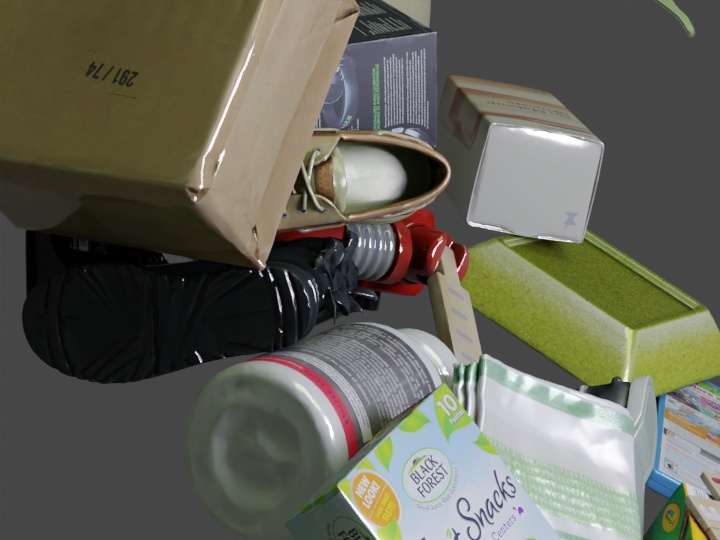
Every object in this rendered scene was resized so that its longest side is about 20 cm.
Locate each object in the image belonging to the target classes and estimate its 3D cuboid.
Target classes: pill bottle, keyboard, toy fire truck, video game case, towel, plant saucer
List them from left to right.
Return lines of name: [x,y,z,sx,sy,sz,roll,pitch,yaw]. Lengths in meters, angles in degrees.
keyboard: [-0.176,-0.010,1.546,0.103,0.040,0.201,11,42,-17]
pill bottle: [-0.014,0.093,1.436,0.110,0.111,0.200,38,25,18]
toy fire truck: [0.000,0.000,1.587,0.175,0.130,0.199,8,2,-40]
towel: [0.123,0.159,1.446,0.148,0.031,0.202,19,53,-30]
plant saucer: [0.184,0.023,1.850,0.199,0.048,0.199,34,23,25]
video game case: [0.287,0.147,1.784,0.142,0.018,0.200,28,24,-2]

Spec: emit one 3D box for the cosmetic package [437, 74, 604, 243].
cosmetic package: [0.125,-0.095,1.917,0.102,0.088,0.200,10,15,-12]

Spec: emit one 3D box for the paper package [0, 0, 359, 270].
paper package: [-0.127,-0.114,1.400,0.198,0.192,0.104,8,-24,30]

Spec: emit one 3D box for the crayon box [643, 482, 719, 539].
crayon box: [0.293,0.234,1.569,0.199,0.059,0.119,26,24,-9]

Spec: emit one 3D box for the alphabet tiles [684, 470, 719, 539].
alphabet tiles: [0.309,0.208,1.557,0.166,0.008,0.200,14,29,-31]

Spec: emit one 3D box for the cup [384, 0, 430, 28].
cup: [-0.017,-0.228,2.000,0.200,0.200,0.144,-7,69,-53]

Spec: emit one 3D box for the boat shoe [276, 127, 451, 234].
boat shoe: [-0.033,-0.060,1.474,0.198,0.076,0.074,-9,2,-26]

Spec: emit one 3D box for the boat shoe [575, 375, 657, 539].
boat shoe: [0.164,0.147,1.597,0.060,0.076,0.200,-5,28,18]

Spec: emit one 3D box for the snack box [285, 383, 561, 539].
snack box: [0.063,0.182,1.317,0.201,0.053,0.142,53,34,-1]

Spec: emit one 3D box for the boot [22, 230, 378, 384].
boot: [-0.096,0.018,1.458,0.196,0.074,0.162,-6,7,11]

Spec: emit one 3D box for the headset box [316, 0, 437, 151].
headset box: [-0.072,-0.130,1.583,0.198,0.094,0.174,-11,24,-23]
